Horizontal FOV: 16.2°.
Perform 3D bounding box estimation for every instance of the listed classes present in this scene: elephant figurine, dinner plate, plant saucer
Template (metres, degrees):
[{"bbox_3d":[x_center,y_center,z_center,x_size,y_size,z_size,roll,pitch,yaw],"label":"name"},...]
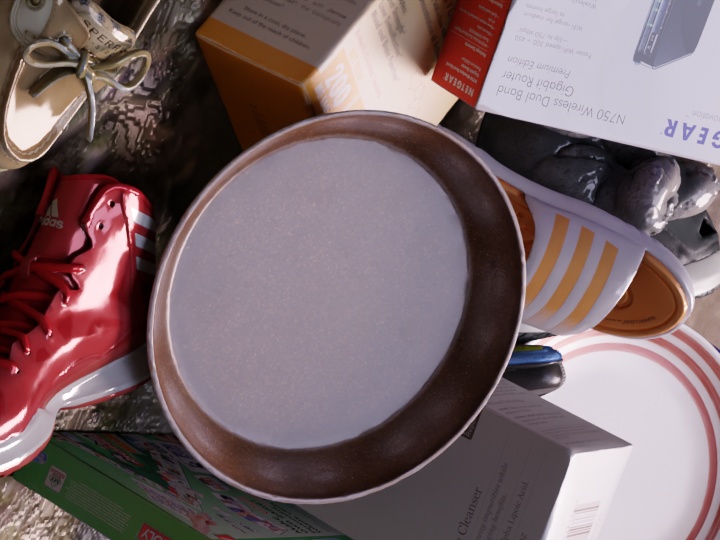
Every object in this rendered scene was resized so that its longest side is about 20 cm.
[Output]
[{"bbox_3d":[0.123,-0.125,1.398,0.155,0.141,0.200,-29,119,-38],"label":"elephant figurine"},{"bbox_3d":[0.151,0.121,1.541,0.200,0.024,0.201,0,91,-22],"label":"dinner plate"},{"bbox_3d":[-0.015,0.015,1.228,0.200,0.034,0.201,-9,113,-23],"label":"plant saucer"}]

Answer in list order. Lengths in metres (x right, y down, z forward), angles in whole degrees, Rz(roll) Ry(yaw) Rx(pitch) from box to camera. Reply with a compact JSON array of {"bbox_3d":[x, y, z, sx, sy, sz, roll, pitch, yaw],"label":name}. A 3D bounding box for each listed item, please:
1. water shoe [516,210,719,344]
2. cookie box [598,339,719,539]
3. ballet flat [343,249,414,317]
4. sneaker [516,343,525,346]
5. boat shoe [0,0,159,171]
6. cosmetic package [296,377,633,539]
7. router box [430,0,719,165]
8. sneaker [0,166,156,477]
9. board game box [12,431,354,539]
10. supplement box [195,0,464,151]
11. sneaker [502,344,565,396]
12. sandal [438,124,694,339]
[{"bbox_3d":[0.129,-0.006,1.481,0.200,0.071,0.079,-13,88,-41],"label":"water shoe"},{"bbox_3d":[0.142,0.129,1.646,0.200,0.075,0.171,-56,-178,-11],"label":"cookie box"},{"bbox_3d":[0.000,0.000,1.355,0.200,0.057,0.067,32,42,-87],"label":"ballet flat"},{"bbox_3d":[0.070,0.030,1.531,0.112,0.078,0.200,-45,136,-23],"label":"sneaker"},{"bbox_3d":[-0.112,-0.130,1.090,0.073,0.063,0.200,21,95,-62],"label":"boat shoe"},{"bbox_3d":[0.035,0.104,1.389,0.081,0.200,0.113,0,111,-60],"label":"cosmetic package"},{"bbox_3d":[0.155,-0.154,1.283,0.200,0.049,0.180,10,106,-32],"label":"router box"},{"bbox_3d":[-0.159,0.015,1.144,0.200,0.078,0.116,-36,135,-60],"label":"sneaker"},{"bbox_3d":[-0.058,0.136,1.259,0.135,0.200,0.029,8,108,-60],"label":"board game box"},{"bbox_3d":[0.016,-0.140,1.283,0.200,0.073,0.126,-52,151,-20],"label":"supplement box"},{"bbox_3d":[0.048,0.111,1.469,0.200,0.083,0.071,-41,162,21],"label":"sneaker"},{"bbox_3d":[0.079,-0.009,1.369,0.059,0.206,0.079,-60,179,-44],"label":"sandal"}]
